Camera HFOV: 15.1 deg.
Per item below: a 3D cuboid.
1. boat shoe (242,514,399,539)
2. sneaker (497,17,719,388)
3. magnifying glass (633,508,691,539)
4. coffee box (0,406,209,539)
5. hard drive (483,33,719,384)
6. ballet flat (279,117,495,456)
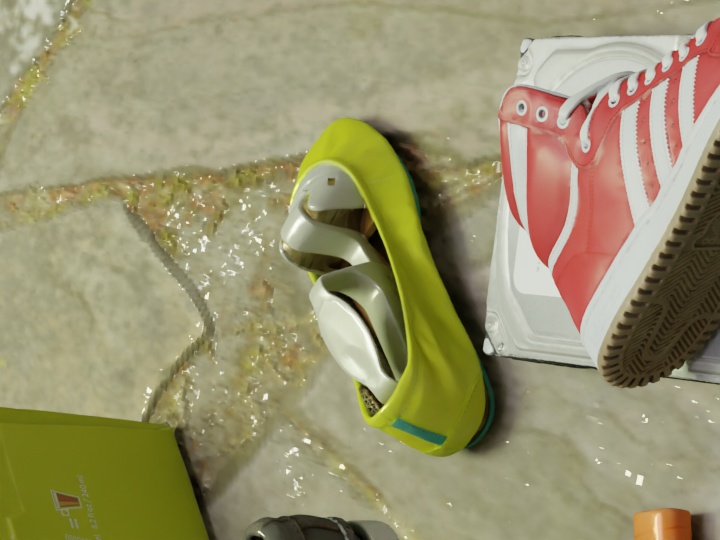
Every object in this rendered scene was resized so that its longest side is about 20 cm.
[{"bbox_3d":[-0.034,0.194,1.060,0.072,0.060,0.203,14,94,62],"label":"boat shoe"},{"bbox_3d":[0.120,-0.065,1.018,0.200,0.071,0.113,-59,45,31],"label":"sneaker"},{"bbox_3d":[0.122,0.195,1.067,0.079,0.022,0.201,-17,68,53],"label":"magnifying glass"},{"bbox_3d":[-0.193,0.201,1.348,0.198,0.199,0.200,-50,46,35],"label":"coffee box"},{"bbox_3d":[0.128,-0.025,1.091,0.200,0.038,0.140,7,89,54],"label":"hard drive"},{"bbox_3d":[0.000,0.000,1.237,0.067,0.067,0.200,-54,44,34],"label":"ballet flat"}]
